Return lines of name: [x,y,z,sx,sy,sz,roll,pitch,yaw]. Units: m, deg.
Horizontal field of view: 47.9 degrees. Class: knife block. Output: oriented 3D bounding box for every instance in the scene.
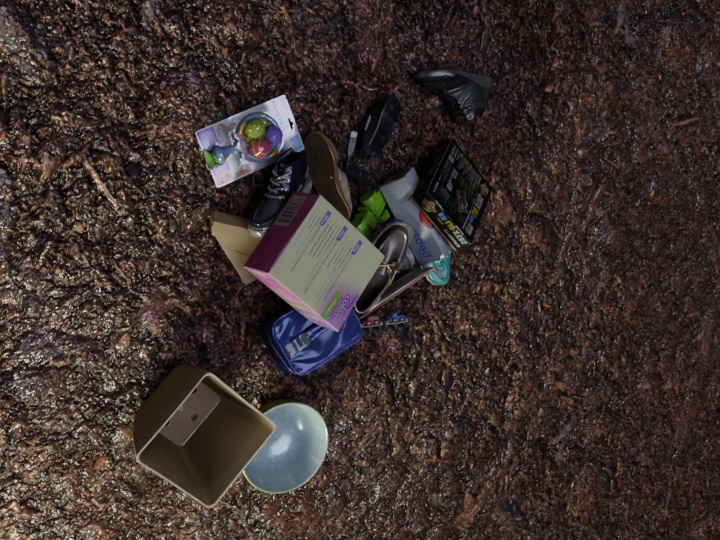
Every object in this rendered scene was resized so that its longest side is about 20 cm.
knife block: [-0.177,-0.060,1.592,0.175,0.064,0.201,-29,117,-1]

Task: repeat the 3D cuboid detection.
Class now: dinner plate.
dinner plate: [0.074,0.041,1.738,0.200,0.200,0.024,-31,86,-20]

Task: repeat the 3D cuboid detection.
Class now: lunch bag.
lunch bag: [-0.093,0.121,1.661,0.200,0.132,0.136,-33,100,-20]

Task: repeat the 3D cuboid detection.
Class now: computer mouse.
computer mouse: [0.010,-0.278,1.662,0.140,0.046,0.201,16,96,-62]

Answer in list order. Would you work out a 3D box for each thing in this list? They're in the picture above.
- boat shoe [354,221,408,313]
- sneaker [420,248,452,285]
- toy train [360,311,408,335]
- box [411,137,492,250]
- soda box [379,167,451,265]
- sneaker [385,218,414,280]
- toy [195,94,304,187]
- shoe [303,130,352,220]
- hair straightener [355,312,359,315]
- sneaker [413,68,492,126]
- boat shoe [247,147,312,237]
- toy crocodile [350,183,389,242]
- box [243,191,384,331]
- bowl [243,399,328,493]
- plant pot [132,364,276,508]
boat shoe: [0.040,-0.003,1.619,0.072,0.060,0.200,25,113,-16]
sneaker: [0.178,-0.059,1.823,0.077,0.080,0.201,-13,110,-28]
toy train: [0.021,0.119,1.807,0.199,0.034,0.046,-4,94,-29]
box: [0.202,-0.168,1.757,0.160,0.049,0.200,48,45,-23]
soda box: [0.121,-0.115,1.746,0.201,0.068,0.063,62,34,-15]
sneaker: [0.064,-0.027,1.724,0.085,0.077,0.200,-59,160,-24]
toy: [-0.204,-0.249,1.561,0.199,0.047,0.116,-27,111,-19]
shoe: [-0.065,-0.192,1.664,0.053,0.070,0.201,-54,131,-62]
hair straightener: [0.000,0.000,1.757,0.077,0.041,0.201,3,96,-17]
sneaker: [0.199,-0.375,1.753,0.199,0.076,0.115,2,95,-37]
boat shoe: [-0.160,-0.155,1.557,0.200,0.074,0.093,-59,154,-42]
toy crocodile: [0.010,-0.105,1.698,0.068,0.062,0.201,52,45,-33]
box: [-0.084,-0.018,1.525,0.200,0.096,0.176,42,73,-34]
bowl: [-0.178,0.353,1.705,0.199,0.108,0.201,-8,107,-29]
plant pot: [-0.320,0.295,1.563,0.200,0.177,0.200,-50,122,-9]
